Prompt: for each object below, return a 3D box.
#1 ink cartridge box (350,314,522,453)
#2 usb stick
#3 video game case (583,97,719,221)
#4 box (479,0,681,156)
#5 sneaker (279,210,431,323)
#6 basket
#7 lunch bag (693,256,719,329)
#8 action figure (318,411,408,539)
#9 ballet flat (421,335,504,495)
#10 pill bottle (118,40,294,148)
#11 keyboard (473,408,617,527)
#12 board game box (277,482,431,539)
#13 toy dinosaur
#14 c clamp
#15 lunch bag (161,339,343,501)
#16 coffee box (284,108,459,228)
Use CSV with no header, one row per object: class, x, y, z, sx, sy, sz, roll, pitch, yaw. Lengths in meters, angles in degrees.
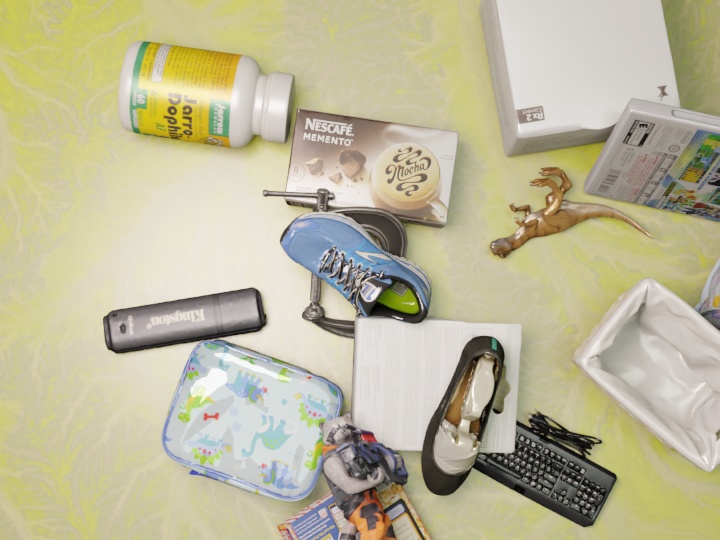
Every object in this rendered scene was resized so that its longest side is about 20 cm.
ink cartridge box,0.089,0.134,1.352,0.198,0.050,0.164,2,97,-6
usb stick,-0.215,0.061,1.372,0.198,0.033,0.056,-9,87,-1
video game case,0.373,-0.125,1.308,0.180,0.200,0.022,12,66,1
box,0.259,-0.257,1.348,0.197,0.131,0.202,-9,86,-1
sneaker,0.000,0.000,1.285,0.199,0.089,0.079,26,109,-14
basket,0.361,0.122,1.325,0.200,0.123,0.136,41,87,3
lunch bag,0.505,0.038,1.294,0.169,0.200,0.128,28,86,2
action figure,-0.010,0.250,1.240,0.104,0.200,0.195,-21,64,14
ballet flat,0.117,0.172,1.299,0.067,0.068,0.202,15,96,-6
pill bottle,-0.182,-0.208,1.352,0.198,0.113,0.114,8,86,0
keyboard,0.216,0.225,1.359,0.199,0.040,0.105,27,87,1
board game box,0.016,0.349,1.317,0.151,0.046,0.201,-27,86,-27
toy dinosaur,0.250,-0.072,1.382,0.198,0.060,0.107,-15,110,4
c clamp,-0.028,-0.007,1.345,0.169,0.027,0.202,-2,114,-3
lunch bag,-0.130,0.181,1.339,0.198,0.082,0.162,19,85,1
coffee box,0.012,-0.123,1.362,0.198,0.080,0.114,9,88,0
